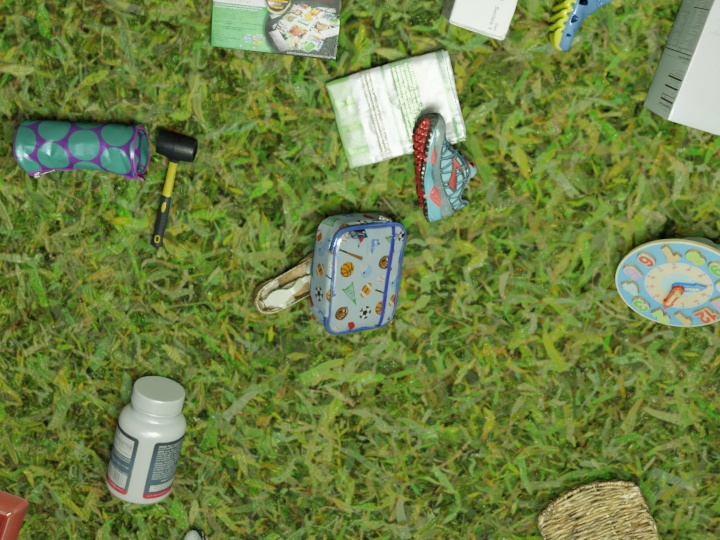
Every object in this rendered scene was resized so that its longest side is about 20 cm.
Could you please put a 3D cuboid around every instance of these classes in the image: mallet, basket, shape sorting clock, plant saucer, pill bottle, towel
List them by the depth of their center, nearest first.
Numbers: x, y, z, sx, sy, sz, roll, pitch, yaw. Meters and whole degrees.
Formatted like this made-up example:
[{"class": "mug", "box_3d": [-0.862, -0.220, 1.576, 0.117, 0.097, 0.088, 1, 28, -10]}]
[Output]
[{"class": "towel", "box_3d": [0.058, -0.256, 1.450, 0.199, 0.031, 0.150, -13, 106, 9]}, {"class": "shape sorting clock", "box_3d": [0.514, 0.025, 1.473, 0.199, 0.039, 0.201, 12, 142, 10]}, {"class": "mallet", "box_3d": [-0.327, -0.134, 1.498, 0.066, 0.041, 0.201, 22, 112, -7]}, {"class": "pill bottle", "box_3d": [-0.371, 0.295, 1.600, 0.119, 0.120, 0.201, 16, 109, -3]}, {"class": "basket", "box_3d": [0.426, 0.459, 1.658, 0.199, 0.149, 0.143, -23, 74, 9]}, {"class": "plant saucer", "box_3d": [-0.753, 0.490, 1.724, 0.199, 0.037, 0.201, 22, 109, -5]}]

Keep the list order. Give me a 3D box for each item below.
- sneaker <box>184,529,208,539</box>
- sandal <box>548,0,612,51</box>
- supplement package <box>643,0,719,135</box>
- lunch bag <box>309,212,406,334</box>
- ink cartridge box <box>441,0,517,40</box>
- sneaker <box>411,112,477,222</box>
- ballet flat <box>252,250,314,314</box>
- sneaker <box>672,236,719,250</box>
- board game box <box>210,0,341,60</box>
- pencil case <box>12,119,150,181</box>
[{"class": "sneaker", "box_3d": [-0.336, 0.587, 1.717, 0.129, 0.080, 0.200, -14, 118, -2]}, {"class": "sandal", "box_3d": [0.346, -0.421, 1.356, 0.087, 0.080, 0.201, 19, 110, -9]}, {"class": "supplement package", "box_3d": [0.559, -0.304, 1.348, 0.190, 0.147, 0.201, 16, 109, -3]}, {"class": "lunch bag", "box_3d": [0.000, 0.000, 1.485, 0.159, 0.075, 0.201, -5, 115, -33]}, {"class": "ink cartridge box", "box_3d": [0.179, -0.417, 1.296, 0.083, 0.200, 0.146, 16, 108, -4]}, {"class": "sneaker", "box_3d": [0.134, -0.170, 1.435, 0.095, 0.080, 0.201, -13, 137, -6]}, {"class": "ballet flat", "box_3d": [-0.094, 0.020, 1.525, 0.199, 0.065, 0.071, -32, 103, 11]}, {"class": "sneaker", "box_3d": [0.584, 0.004, 1.490, 0.199, 0.076, 0.106, 3, 110, 0]}, {"class": "board game box", "box_3d": [-0.131, -0.389, 1.410, 0.199, 0.023, 0.105, 7, 111, -1]}, {"class": "pencil case", "box_3d": [-0.442, -0.192, 1.455, 0.199, 0.085, 0.093, 2, 93, 2]}]
